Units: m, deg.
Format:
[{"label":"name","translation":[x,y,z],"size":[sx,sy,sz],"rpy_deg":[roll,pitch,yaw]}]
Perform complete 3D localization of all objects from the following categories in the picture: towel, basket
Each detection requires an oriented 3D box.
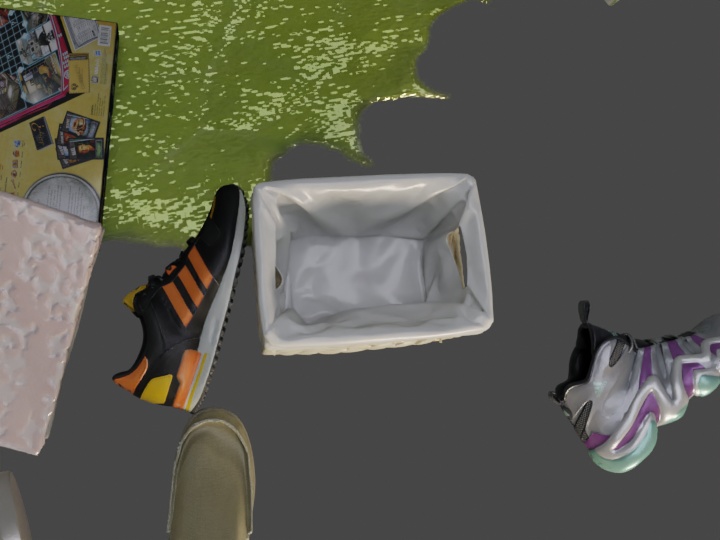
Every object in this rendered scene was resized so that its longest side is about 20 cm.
[{"label":"towel","translation":[-0.324,0.029,0.721],"size":[0.187,0.032,0.204],"rpy_deg":[17,89,-10]},{"label":"basket","translation":[0.000,0.000,0.774],"size":[0.196,0.123,0.139],"rpy_deg":[-3,80,-14]}]

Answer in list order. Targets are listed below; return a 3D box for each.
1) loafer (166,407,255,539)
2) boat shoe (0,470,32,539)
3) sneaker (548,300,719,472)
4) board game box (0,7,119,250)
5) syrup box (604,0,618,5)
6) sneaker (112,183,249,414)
[{"label":"loafer","translation":[-0.122,0.216,0.732],"size":[0.074,0.068,0.205],"rpy_deg":[3,79,-12]},{"label":"boat shoe","translation":[-0.295,0.264,0.680],"size":[0.091,0.075,0.204],"rpy_deg":[-10,79,-17]},{"label":"sneaker","translation":[0.261,0.075,0.843],"size":[0.199,0.078,0.140],"rpy_deg":[-42,91,-17]},{"label":"board game box","translation":[-0.287,-0.124,0.777],"size":[0.132,0.035,0.205],"rpy_deg":[5,79,-12]},{"label":"syrup box","translation":[0.327,-0.377,0.944],"size":[0.199,0.079,0.082],"rpy_deg":[-37,89,-17]},{"label":"sneaker","translation":[-0.154,0.015,0.763],"size":[0.088,0.070,0.204],"rpy_deg":[14,78,-12]}]
